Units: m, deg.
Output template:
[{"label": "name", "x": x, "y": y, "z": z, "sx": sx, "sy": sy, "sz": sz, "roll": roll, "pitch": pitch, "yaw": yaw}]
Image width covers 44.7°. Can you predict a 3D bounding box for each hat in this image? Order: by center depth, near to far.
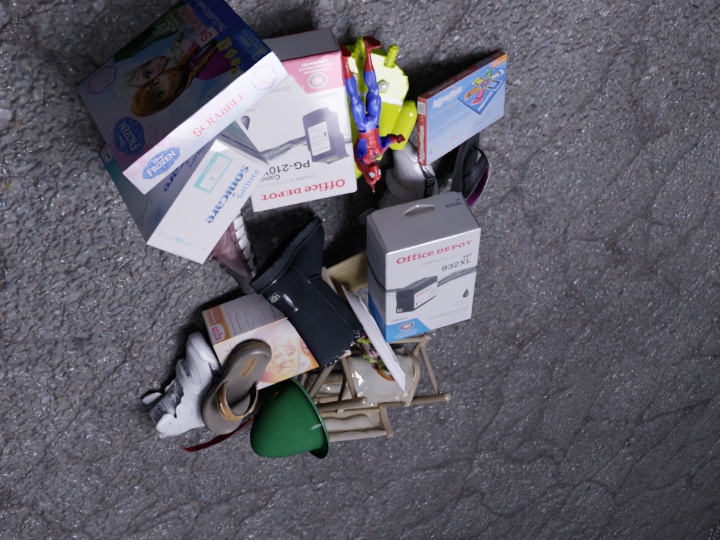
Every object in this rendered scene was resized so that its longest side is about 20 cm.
[{"label": "hat", "x": -0.169, "y": 0.281, "z": 1.426, "sx": 0.176, "sy": 0.166, "sz": 0.200, "roll": -29, "pitch": 163, "yaw": -26}]

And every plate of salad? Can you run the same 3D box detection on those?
[{"label": "plate of salad", "x": 0.014, "y": 0.112, "z": 1.364, "sx": 0.048, "sy": 0.200, "sz": 0.200, "roll": -31, "pitch": 139, "yaw": 1}]

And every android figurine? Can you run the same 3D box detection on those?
[{"label": "android figurine", "x": -0.008, "y": -0.221, "z": 1.192, "sx": 0.181, "sy": 0.041, "sz": 0.201, "roll": 11, "pitch": 123, "yaw": -23}]

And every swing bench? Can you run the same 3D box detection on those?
[{"label": "swing bench", "x": 0.011, "y": 0.211, "z": 1.540, "sx": 0.198, "sy": 0.130, "sz": 0.200, "roll": 2, "pitch": 149, "yaw": -38}]

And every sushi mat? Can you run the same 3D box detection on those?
[{"label": "sushi mat", "x": 0.000, "y": 0.000, "z": 1.366, "sx": 0.199, "sy": 0.012, "sz": 0.095, "roll": -26, "pitch": 151, "yaw": 35}]

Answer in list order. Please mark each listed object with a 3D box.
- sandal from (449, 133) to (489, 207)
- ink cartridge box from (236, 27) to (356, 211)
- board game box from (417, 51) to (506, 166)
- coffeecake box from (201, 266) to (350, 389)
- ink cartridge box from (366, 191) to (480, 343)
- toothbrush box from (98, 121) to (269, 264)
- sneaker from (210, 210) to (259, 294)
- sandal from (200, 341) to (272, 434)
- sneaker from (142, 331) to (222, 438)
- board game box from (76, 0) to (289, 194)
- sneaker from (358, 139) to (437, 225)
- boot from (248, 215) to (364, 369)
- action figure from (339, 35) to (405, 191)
[{"label": "sandal", "x": 0.169, "y": -0.126, "z": 1.357, "sx": 0.075, "sy": 0.048, "sz": 0.202, "roll": 32, "pitch": 70, "yaw": -69}, {"label": "ink cartridge box", "x": -0.089, "y": -0.188, "z": 1.114, "sx": 0.144, "sy": 0.085, "sz": 0.201, "roll": -12, "pitch": 128, "yaw": -6}, {"label": "board game box", "x": 0.149, "y": -0.237, "z": 1.268, "sx": 0.200, "sy": 0.019, "sz": 0.103, "roll": -35, "pitch": 138, "yaw": -38}, {"label": "coffeecake box", "x": -0.127, "y": 0.098, "z": 1.359, "sx": 0.199, "sy": 0.073, "sz": 0.154, "roll": -20, "pitch": 142, "yaw": -8}, {"label": "ink cartridge box", "x": 0.089, "y": -0.002, "z": 1.277, "sx": 0.144, "sy": 0.084, "sz": 0.201, "roll": -15, "pitch": 139, "yaw": -12}, {"label": "toothbrush box", "x": -0.212, "y": -0.129, "z": 1.028, "sx": 0.085, "sy": 0.200, "sz": 0.147, "roll": 22, "pitch": 113, "yaw": -45}, {"label": "sneaker", "x": -0.213, "y": -0.038, "z": 1.216, "sx": 0.115, "sy": 0.076, "sz": 0.201, "roll": -20, "pitch": 127, "yaw": -11}, {"label": "sandal", "x": -0.182, "y": 0.189, "z": 1.325, "sx": 0.081, "sy": 0.055, "sz": 0.200, "roll": 5, "pitch": 132, "yaw": -38}, {"label": "sneaker", "x": -0.275, "y": 0.187, "z": 1.357, "sx": 0.114, "sy": 0.075, "sz": 0.201, "roll": -22, "pitch": 139, "yaw": -23}, {"label": "board game box", "x": -0.203, "y": -0.208, "z": 0.965, "sx": 0.199, "sy": 0.200, "sz": 0.041, "roll": -40, "pitch": 138, "yaw": 0}, {"label": "sneaker", "x": 0.056, "y": -0.105, "z": 1.326, "sx": 0.115, "sy": 0.075, "sz": 0.200, "roll": -31, "pitch": 140, "yaw": -10}, {"label": "boot", "x": -0.061, "y": 0.031, "z": 1.255, "sx": 0.076, "sy": 0.200, "sz": 0.168, "roll": -33, "pitch": 104, "yaw": 30}, {"label": "action figure", "x": 0.018, "y": -0.188, "z": 1.135, "sx": 0.065, "sy": 0.099, "sz": 0.201, "roll": -21, "pitch": 134, "yaw": -15}]
